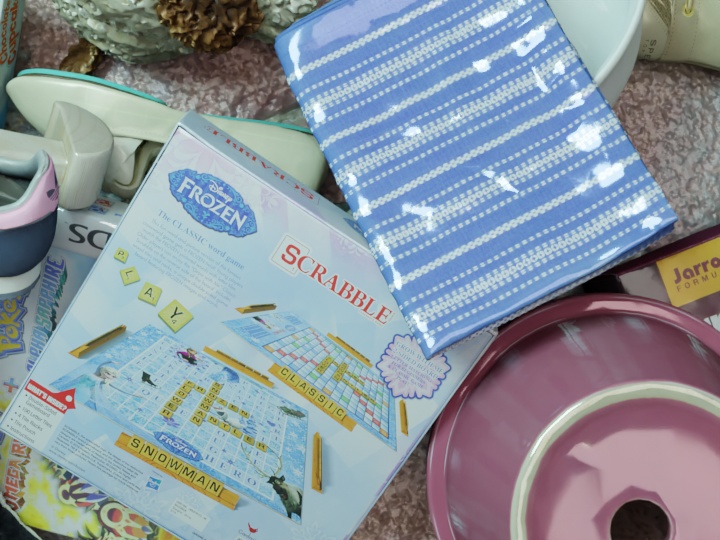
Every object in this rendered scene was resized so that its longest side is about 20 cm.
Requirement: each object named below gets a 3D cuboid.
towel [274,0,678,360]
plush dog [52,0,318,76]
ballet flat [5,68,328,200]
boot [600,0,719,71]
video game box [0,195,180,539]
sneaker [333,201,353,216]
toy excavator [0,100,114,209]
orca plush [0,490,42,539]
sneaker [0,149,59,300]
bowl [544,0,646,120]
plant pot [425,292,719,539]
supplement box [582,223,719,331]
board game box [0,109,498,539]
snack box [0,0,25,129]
[{"bbox_3d":[0.053,-0.074,0.642,0.143,0.024,0.202,-27,69,1],"label":"towel"},{"bbox_3d":[-0.132,-0.179,0.712,0.200,0.172,0.161,43,86,-2],"label":"plush dog"},{"bbox_3d":[-0.115,-0.069,0.750,0.197,0.069,0.071,10,87,-10],"label":"ballet flat"},{"bbox_3d":[0.238,-0.217,0.789,0.153,0.073,0.203,15,85,-4],"label":"boot"},{"bbox_3d":[-0.138,0.063,0.733,0.180,0.047,0.203,15,108,1],"label":"video game box"},{"bbox_3d":[0.000,0.000,0.762,0.197,0.076,0.078,-14,85,-3],"label":"sneaker"},{"bbox_3d":[-0.256,-0.090,0.665,0.200,0.193,0.101,42,122,27],"label":"toy excavator"},{"bbox_3d":[-0.185,0.195,0.719,0.104,0.071,0.203,-12,109,9],"label":"orca plush"},{"bbox_3d":[-0.240,-0.050,0.600,0.197,0.071,0.082,13,129,-25],"label":"sneaker"},{"bbox_3d":[0.083,-0.129,0.747,0.198,0.090,0.204,-14,55,21],"label":"bowl"},{"bbox_3d":[0.132,0.112,0.637,0.197,0.179,0.203,0,90,2],"label":"plant pot"},{"bbox_3d":[0.227,0.079,0.769,0.109,0.086,0.203,-20,89,-4],"label":"supplement box"},{"bbox_3d":[-0.062,0.053,0.681,0.199,0.041,0.201,33,106,-8],"label":"board game box"},{"bbox_3d":[-0.297,-0.157,0.734,0.197,0.037,0.117,21,120,2],"label":"snack box"}]
